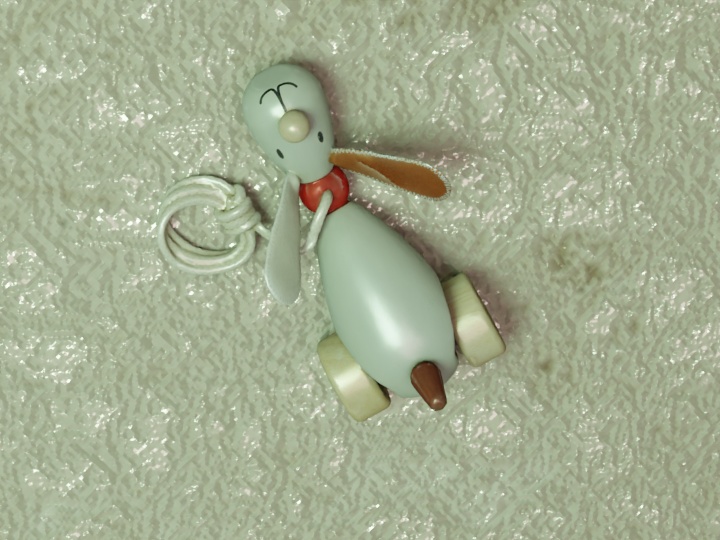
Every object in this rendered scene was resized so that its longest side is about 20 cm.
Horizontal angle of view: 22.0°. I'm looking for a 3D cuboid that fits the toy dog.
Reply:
[{"bbox_3d":[0.000,0.000,0.942,0.200,0.096,0.132,39,98,-21],"label":"toy dog"}]
